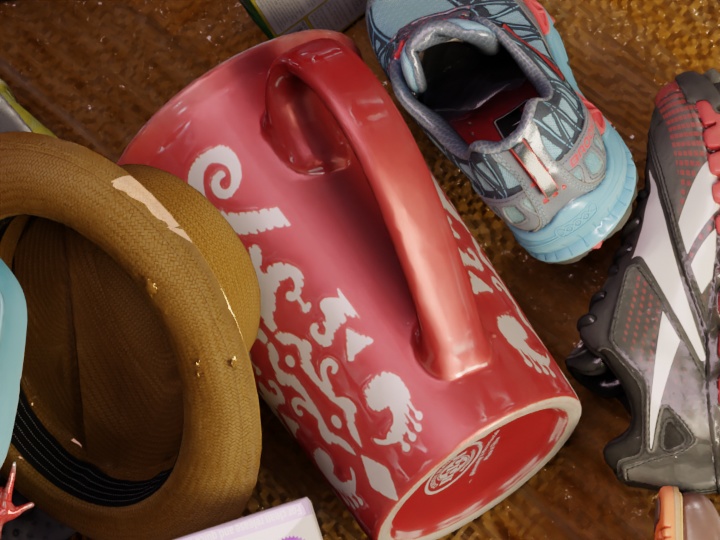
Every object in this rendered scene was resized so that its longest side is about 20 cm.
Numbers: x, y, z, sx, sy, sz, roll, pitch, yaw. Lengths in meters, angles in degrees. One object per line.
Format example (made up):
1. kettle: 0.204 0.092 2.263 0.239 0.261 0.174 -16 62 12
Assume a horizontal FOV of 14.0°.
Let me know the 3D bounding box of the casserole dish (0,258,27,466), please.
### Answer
1. casserole dish: -0.200 0.056 1.188 0.200 0.039 0.121 -20 54 39

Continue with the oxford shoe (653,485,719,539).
1. oxford shoe: 0.170 0.181 1.207 0.073 0.071 0.200 -15 75 -1

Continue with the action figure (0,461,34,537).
1. action figure: -0.195 0.134 1.229 0.200 0.065 0.099 -1 79 15

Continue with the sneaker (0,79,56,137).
1. sneaker: -0.208 -0.099 1.400 0.200 0.075 0.076 33 71 17

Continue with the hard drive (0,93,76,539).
1. hard drive: -0.165 0.023 1.287 0.135 0.042 0.200 -35 107 -4

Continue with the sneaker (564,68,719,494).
1. sneaker: 0.134 0.008 1.270 0.098 0.071 0.201 -7 71 10

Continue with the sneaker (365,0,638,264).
1. sneaker: 0.052 -0.093 1.294 0.079 0.096 0.200 -42 43 4

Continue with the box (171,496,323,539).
1. box: -0.110 0.139 1.164 0.200 0.039 0.042 -17 83 -4

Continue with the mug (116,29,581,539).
1. mug: -0.009 0.007 1.258 0.133 0.178 0.200 -36 70 3

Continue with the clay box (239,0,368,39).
1. clay box: 0.020 -0.191 1.348 0.200 0.115 0.048 -40 65 -2

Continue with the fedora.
1. fedora: -0.099 0.021 1.219 0.200 0.201 0.082 29 43 22
